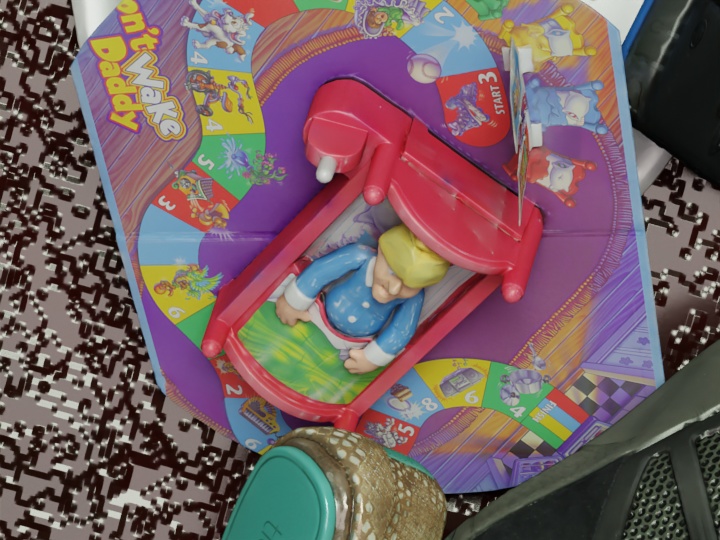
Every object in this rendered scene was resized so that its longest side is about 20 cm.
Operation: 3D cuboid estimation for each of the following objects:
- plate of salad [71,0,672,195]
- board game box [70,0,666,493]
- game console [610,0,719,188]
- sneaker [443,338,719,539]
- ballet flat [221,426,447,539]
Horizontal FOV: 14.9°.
[{"bbox_3d":[0.013,-0.090,0.818,0.199,0.048,0.202,0,94,-3],"label":"plate of salad"},{"bbox_3d":[0.000,0.000,0.772,0.157,0.039,0.201,0,127,15],"label":"board game box"},{"bbox_3d":[0.182,-0.097,0.794,0.118,0.171,0.201,28,92,23],"label":"game console"},{"bbox_3d":[0.087,0.100,0.753,0.199,0.114,0.076,-35,125,-16],"label":"sneaker"},{"bbox_3d":[-0.029,0.134,0.817,0.065,0.071,0.201,5,125,-43],"label":"ballet flat"}]
